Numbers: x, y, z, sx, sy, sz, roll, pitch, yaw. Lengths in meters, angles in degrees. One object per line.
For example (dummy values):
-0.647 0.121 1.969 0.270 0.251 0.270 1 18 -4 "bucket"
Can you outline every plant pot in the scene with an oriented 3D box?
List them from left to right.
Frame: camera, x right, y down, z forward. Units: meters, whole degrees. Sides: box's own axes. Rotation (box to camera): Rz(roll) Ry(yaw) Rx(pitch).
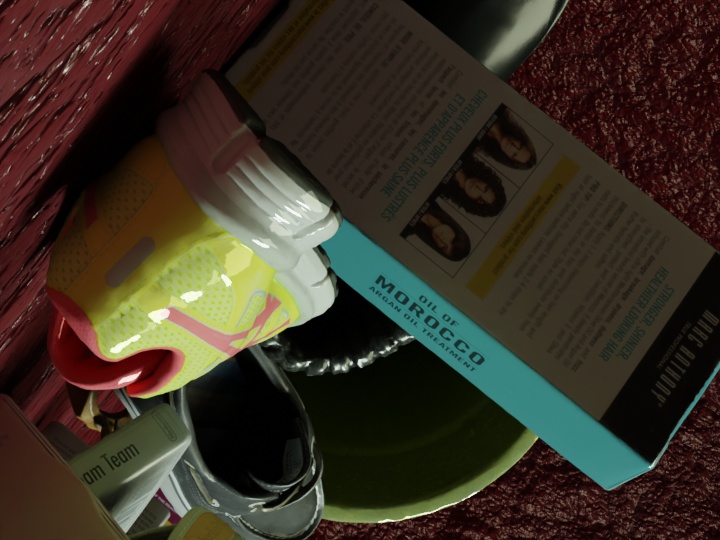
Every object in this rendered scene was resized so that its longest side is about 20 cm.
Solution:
0.000 0.000 0.972 0.201 0.199 0.190 -52 -168 11 "plant pot"

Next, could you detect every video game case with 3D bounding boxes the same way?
-0.168 0.143 0.739 0.181 0.024 0.200 -31 167 -38 "video game case"

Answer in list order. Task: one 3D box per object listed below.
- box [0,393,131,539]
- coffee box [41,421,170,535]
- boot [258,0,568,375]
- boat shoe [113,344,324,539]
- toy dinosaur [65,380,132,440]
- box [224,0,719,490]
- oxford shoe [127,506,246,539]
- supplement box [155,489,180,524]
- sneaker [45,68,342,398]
-0.127 0.135 0.595 0.068 0.082 0.201 -30 155 -35 "box"
-0.191 0.184 0.905 0.200 0.080 0.115 -52 180 -41 "coffee box"
0.028 -0.064 0.767 0.212 0.079 0.158 -52 -161 14 "boot"
-0.048 0.068 0.787 0.070 0.066 0.201 -45 142 -19 "boat shoe"
-0.075 0.074 0.846 0.106 0.060 0.202 -4 105 -36 "toy dinosaur"
0.040 -0.017 0.672 0.082 0.200 0.049 -51 179 -21 "box"
-0.113 0.140 0.711 0.199 0.058 0.075 -28 -170 29 "oxford shoe"
-0.169 0.178 2.077 0.200 0.103 0.131 -53 178 31 "supplement box"
-0.061 0.000 0.588 0.090 0.078 0.200 -44 173 -8 "sneaker"
